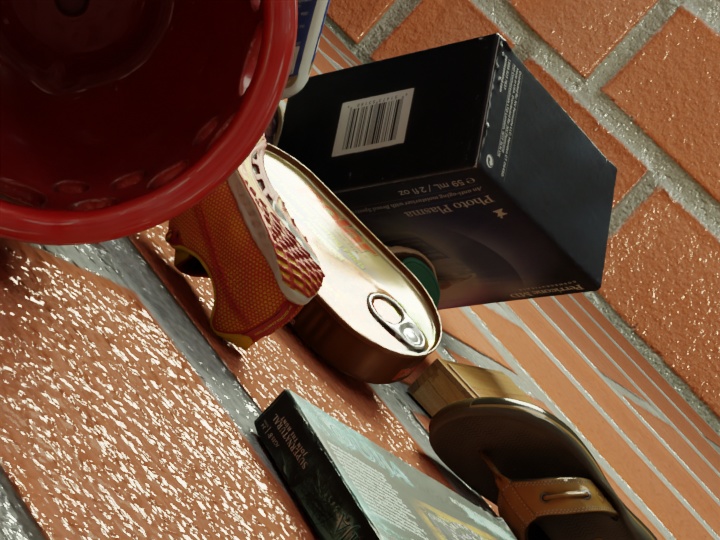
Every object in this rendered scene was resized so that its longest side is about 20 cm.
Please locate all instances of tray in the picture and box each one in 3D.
[{"bbox_3d":[0.107,0.117,1.266,0.099,0.037,0.200,47,8,17],"label":"tray"}]

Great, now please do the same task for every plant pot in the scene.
[{"bbox_3d":[-0.133,-0.126,0.773,0.200,0.201,0.183,42,6,-13],"label":"plant pot"}]

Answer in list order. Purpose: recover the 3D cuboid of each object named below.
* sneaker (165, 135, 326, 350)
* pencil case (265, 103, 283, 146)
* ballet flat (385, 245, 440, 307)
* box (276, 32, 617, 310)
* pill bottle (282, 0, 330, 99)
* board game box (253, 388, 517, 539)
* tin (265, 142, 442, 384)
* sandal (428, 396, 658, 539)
[{"bbox_3d":[-0.087,-0.044,0.958,0.073,0.077,0.201,35,25,-45],"label":"sneaker"},{"bbox_3d":[-0.134,-0.160,1.332,0.200,0.078,0.090,52,-2,42],"label":"pencil case"},{"bbox_3d":[0.000,0.000,1.253,0.069,0.070,0.200,47,12,22],"label":"ballet flat"},{"bbox_3d":[0.068,-0.066,1.319,0.198,0.199,0.124,38,54,-44],"label":"box"},{"bbox_3d":[-0.068,-0.232,1.205,0.110,0.201,0.111,12,35,-9],"label":"pill bottle"},{"bbox_3d":[0.042,0.145,0.841,0.200,0.028,0.135,36,11,-41],"label":"board game box"},{"bbox_3d":[-0.031,-0.007,1.104,0.200,0.042,0.112,46,33,10],"label":"tin"},{"bbox_3d":[0.124,0.159,1.075,0.200,0.082,0.055,49,29,-12],"label":"sandal"}]
